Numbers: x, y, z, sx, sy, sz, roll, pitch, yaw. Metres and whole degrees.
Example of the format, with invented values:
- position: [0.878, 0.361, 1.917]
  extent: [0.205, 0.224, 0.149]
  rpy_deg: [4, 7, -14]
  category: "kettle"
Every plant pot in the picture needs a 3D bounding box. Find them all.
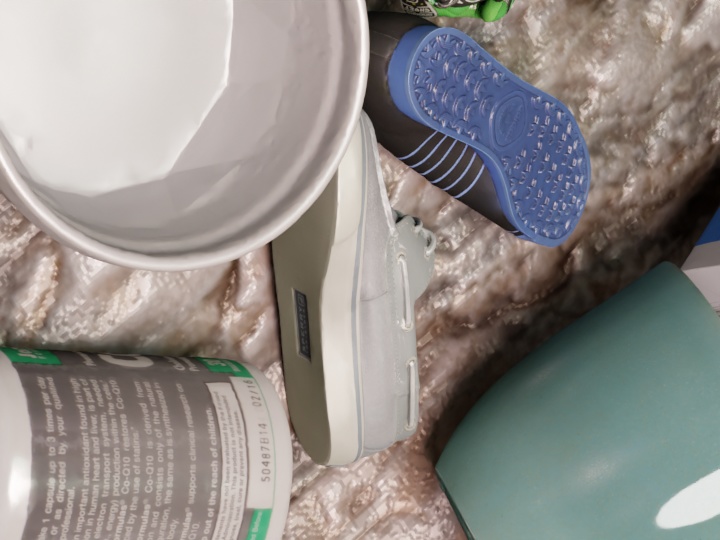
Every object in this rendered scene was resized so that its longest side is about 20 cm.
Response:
- position: [0.135, 0.121, 1.239]
  extent: [0.160, 0.201, 0.201]
  rpy_deg: [-28, 112, -3]
  category: "plant pot"

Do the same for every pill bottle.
- position: [-0.142, 0.094, 1.116]
  extent: [0.199, 0.113, 0.114]
  rpy_deg: [4, 96, -31]
  category: "pill bottle"

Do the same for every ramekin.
- position: [-0.105, -0.104, 1.110]
  extent: [0.199, 0.105, 0.202]
  rpy_deg: [-5, 100, -29]
  category: "ramekin"

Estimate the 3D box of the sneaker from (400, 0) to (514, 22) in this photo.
- position: [0.039, -0.166, 1.166]
  extent: [0.200, 0.078, 0.086]
  rpy_deg: [11, 97, -60]
  category: "sneaker"

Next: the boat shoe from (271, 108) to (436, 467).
- position: [0.000, 0.001, 1.205]
  extent: [0.071, 0.070, 0.202]
  rpy_deg: [-13, 116, -27]
  category: "boat shoe"

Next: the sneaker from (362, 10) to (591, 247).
- position: [0.049, -0.078, 1.232]
  extent: [0.200, 0.078, 0.070]
  rpy_deg: [42, 73, -50]
  category: "sneaker"

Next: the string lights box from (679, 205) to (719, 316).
- position: [0.248, -0.015, 1.309]
  extent: [0.200, 0.059, 0.103]
  rpy_deg: [-52, 123, -46]
  category: "string lights box"
